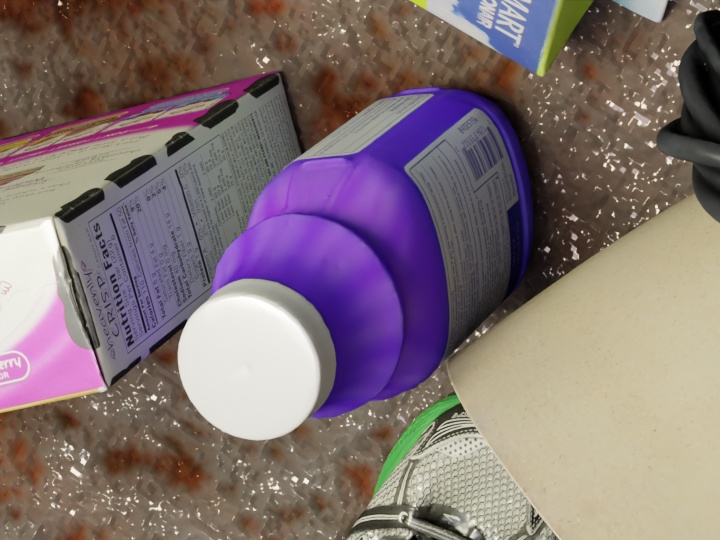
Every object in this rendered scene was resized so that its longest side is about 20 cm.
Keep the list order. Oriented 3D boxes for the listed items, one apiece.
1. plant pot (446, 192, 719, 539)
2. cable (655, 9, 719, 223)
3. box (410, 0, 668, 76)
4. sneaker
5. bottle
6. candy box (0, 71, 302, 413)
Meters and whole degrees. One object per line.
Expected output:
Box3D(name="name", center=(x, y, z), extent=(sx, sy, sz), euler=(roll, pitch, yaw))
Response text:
Box3D(name="plant pot", center=(0.163, 0.029, 0.946), extent=(0.200, 0.187, 0.187), euler=(-44, 89, 9))
Box3D(name="cable", center=(0.182, -0.043, 0.861), extent=(0.200, 0.163, 0.051), euler=(35, 157, 37))
Box3D(name="box", center=(0.012, -0.143, 0.972), extent=(0.200, 0.048, 0.122), euler=(30, 157, 9))
Box3D(name="sneaker", center=(0.016, 0.132, 1.071), extent=(0.078, 0.085, 0.200), euler=(30, 114, 8))
Box3D(name="bottle", center=(0.000, 0.000, 0.971), extent=(0.065, 0.200, 0.084), euler=(-4, 106, 22))
Box3D(name="candy box", center=(-0.112, -0.004, 1.011), extent=(0.136, 0.200, 0.061), euler=(-12, 102, 23))
